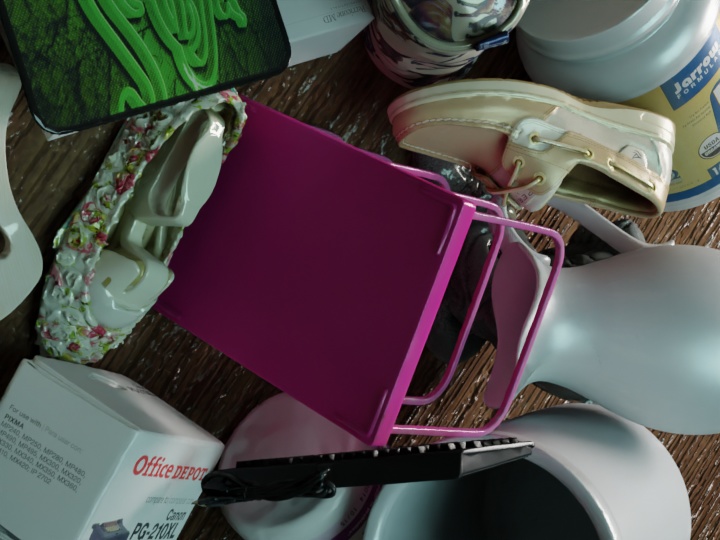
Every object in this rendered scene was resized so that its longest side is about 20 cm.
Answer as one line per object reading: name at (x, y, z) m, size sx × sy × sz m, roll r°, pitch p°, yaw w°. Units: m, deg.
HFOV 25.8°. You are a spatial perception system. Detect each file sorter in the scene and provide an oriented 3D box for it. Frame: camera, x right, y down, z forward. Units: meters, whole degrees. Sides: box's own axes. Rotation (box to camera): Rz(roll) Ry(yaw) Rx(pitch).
file sorter at (0.000, 0.000, 0.933) m, size 0.125 × 0.199 × 0.141 m, roll 11°, pitch 103°, yaw -50°

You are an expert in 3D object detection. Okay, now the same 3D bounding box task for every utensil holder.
utensil holder at (0.117, 0.176, 1.015) m, size 0.199 × 0.168 × 0.172 m, roll -7°, pitch 117°, yaw -64°

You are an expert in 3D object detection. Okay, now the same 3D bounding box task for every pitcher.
pitcher at (0.179, 0.019, 1.032) m, size 0.197 × 0.174 × 0.122 m, roll 7°, pitch 149°, yaw -14°

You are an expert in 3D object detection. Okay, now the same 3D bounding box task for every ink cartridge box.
ink cartridge box at (-0.176, 0.161, 0.890) m, size 0.202 × 0.084 × 0.145 m, roll -62°, pitch 164°, yaw -1°

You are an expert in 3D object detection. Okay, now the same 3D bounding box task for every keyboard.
keyboard at (-0.013, 0.111, 0.878) m, size 0.126 × 0.198 × 0.021 m, roll -8°, pitch 87°, yaw -48°

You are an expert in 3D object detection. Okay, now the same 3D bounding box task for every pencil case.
pencil case at (0.049, -0.153, 0.917) m, size 0.088 × 0.200 × 0.079 m, roll 8°, pitch 90°, yaw -4°

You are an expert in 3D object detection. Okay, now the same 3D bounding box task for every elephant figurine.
elephant figurine at (0.105, 0.016, 1.117) m, size 0.198 × 0.157 × 0.142 m, roll 7°, pitch 140°, yaw -36°

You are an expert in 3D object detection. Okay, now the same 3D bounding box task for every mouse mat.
mouse mat at (-0.122, -0.181, 0.790) m, size 0.160 × 0.007 × 0.203 m, roll -21°, pitch 97°, yaw -36°

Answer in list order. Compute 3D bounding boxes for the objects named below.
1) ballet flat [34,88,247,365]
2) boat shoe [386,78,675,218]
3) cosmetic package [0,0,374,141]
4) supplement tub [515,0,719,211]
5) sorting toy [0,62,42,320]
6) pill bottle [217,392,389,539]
ballet flat at (-0.124, -0.027, 0.893) m, size 0.075 × 0.064 × 0.202 m, roll 18°, pitch 98°, yaw -49°
boat shoe at (0.112, -0.071, 0.986) m, size 0.197 × 0.074 × 0.070 m, roll 6°, pitch 73°, yaw -19°
cosmetic package at (-0.092, -0.140, 0.848) m, size 0.199 × 0.050 × 0.083 m, roll -23°, pitch 87°, yaw -36°
supplement tub at (0.194, -0.149, 1.086) m, size 0.145 × 0.144 × 0.200 m, roll -54°, pitch 138°, yaw -9°
sorting toy at (-0.232, -0.020, 0.772) m, size 0.179 × 0.106 × 0.202 m, roll -28°, pitch 128°, yaw -41°
pill bottle at (-0.006, 0.174, 1.080) m, size 0.113 × 0.112 × 0.200 m, roll -51°, pitch 137°, yaw -11°
